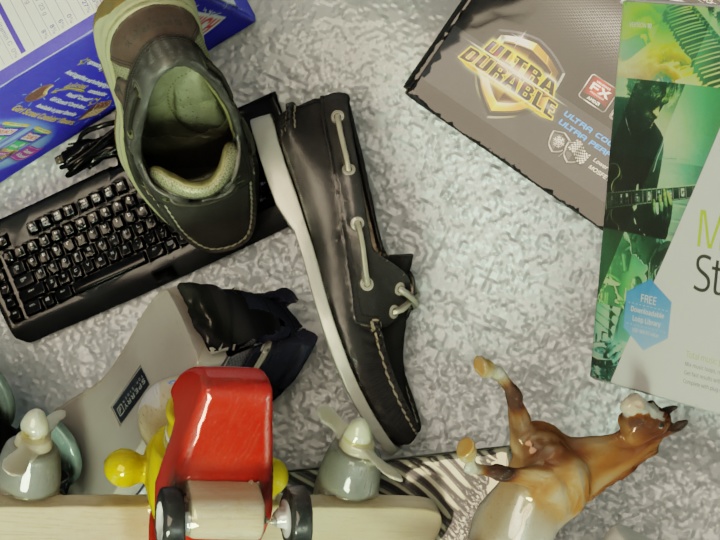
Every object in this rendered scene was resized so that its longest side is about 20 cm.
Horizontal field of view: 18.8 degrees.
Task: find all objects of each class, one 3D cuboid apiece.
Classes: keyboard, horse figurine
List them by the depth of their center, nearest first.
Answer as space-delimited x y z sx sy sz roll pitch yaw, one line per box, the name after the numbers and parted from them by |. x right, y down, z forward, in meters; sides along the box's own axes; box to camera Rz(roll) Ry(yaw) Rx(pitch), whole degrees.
0.067 0.131 1.080 0.050 0.132 0.200 30 92 43 | horse figurine
-0.132 -0.041 1.239 0.200 0.040 0.104 -25 81 10 | keyboard

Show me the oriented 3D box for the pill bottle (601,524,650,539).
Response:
0.107 0.236 1.122 0.113 0.113 0.200 36 95 14 | pill bottle

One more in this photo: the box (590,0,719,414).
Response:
0.179 -0.032 1.071 0.144 0.036 0.200 13 100 54 | box

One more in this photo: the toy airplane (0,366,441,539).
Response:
-0.085 0.122 1.093 0.199 0.200 0.141 -28 49 20 | toy airplane

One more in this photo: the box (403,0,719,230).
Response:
0.159 -0.121 1.169 0.200 0.050 0.199 36 96 13 | box

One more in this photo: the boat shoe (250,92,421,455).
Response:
0.000 0.000 1.189 0.060 0.074 0.200 -21 82 3 | boat shoe

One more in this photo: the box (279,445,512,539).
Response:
-0.005 0.144 1.179 0.200 0.068 0.082 -9 85 13 | box

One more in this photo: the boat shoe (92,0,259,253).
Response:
-0.092 -0.064 1.135 0.072 0.201 0.066 -17 53 -3 | boat shoe

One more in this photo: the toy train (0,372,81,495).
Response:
-0.236 0.106 1.212 0.200 0.085 0.114 35 132 21 | toy train

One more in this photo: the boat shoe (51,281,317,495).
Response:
-0.103 0.081 1.209 0.200 0.093 0.075 -46 59 38 | boat shoe

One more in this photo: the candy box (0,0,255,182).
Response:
-0.174 -0.125 1.188 0.200 0.169 0.077 -29 83 9 | candy box
